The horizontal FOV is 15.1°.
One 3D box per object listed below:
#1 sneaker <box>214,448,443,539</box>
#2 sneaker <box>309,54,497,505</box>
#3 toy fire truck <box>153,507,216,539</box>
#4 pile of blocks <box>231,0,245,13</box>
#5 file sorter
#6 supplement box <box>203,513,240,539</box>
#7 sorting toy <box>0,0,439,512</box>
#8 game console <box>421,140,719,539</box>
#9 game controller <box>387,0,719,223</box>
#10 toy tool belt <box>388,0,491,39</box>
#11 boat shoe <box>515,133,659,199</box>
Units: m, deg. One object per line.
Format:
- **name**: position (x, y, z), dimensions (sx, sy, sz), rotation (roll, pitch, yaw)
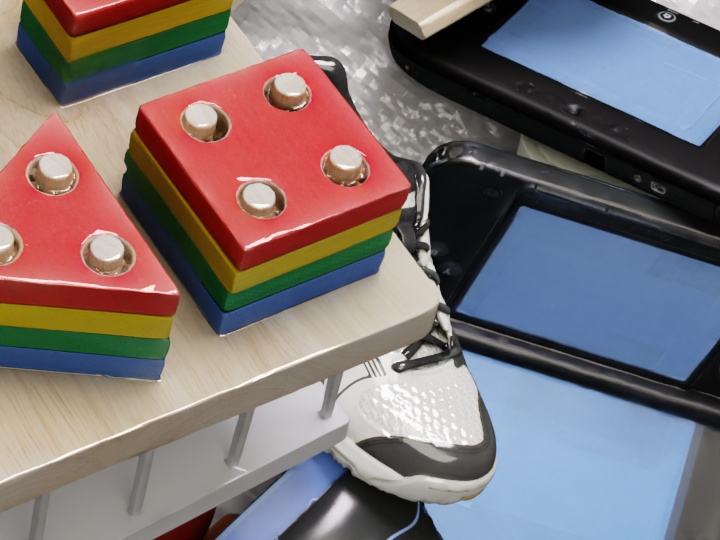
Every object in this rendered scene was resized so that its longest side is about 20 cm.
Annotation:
- **sneaker**: position (-0.050, 0.154, 1.096), dimensions (0.200, 0.070, 0.078), rotation (-44, 87, -13)
- **sneaker**: position (0.000, 0.000, 1.106), dimensions (0.075, 0.088, 0.200), rotation (-13, 62, -42)
- **toy fire truck**: position (-0.134, 0.096, 1.084), dimensions (0.175, 0.129, 0.201), rotation (-1, 61, -13)
- **pile of blocks**: position (-0.031, -0.179, 1.181), dimensions (0.082, 0.062, 0.201), rotation (22, 81, 28)
- **file sorter**: position (-0.113, 0.019, 1.009), dimensions (0.199, 0.125, 0.139), rotation (-25, 60, -30)
- **supplement box**: position (-0.015, 0.201, 1.168), dimensions (0.066, 0.069, 0.200), rotation (-38, 92, -12)
- **sorting toy**: position (-0.100, -0.039, 0.931), dimensions (0.198, 0.070, 0.200), rotation (-21, 60, -28)
- **game console**: position (0.093, 0.058, 1.183), dimensions (0.199, 0.176, 0.117), rotation (17, 53, -11)
- **game controller**: position (0.113, -0.085, 1.186), dimensions (0.199, 0.042, 0.104), rotation (27, 53, 20)
- **toy tool belt**: position (0.046, -0.192, 1.185), dimensions (0.122, 0.201, 0.125), rotation (-30, 136, 13)
- **boat shoe**: position (0.160, -0.029, 1.231), dimensions (0.200, 0.061, 0.072), rotation (4, 40, -17)
